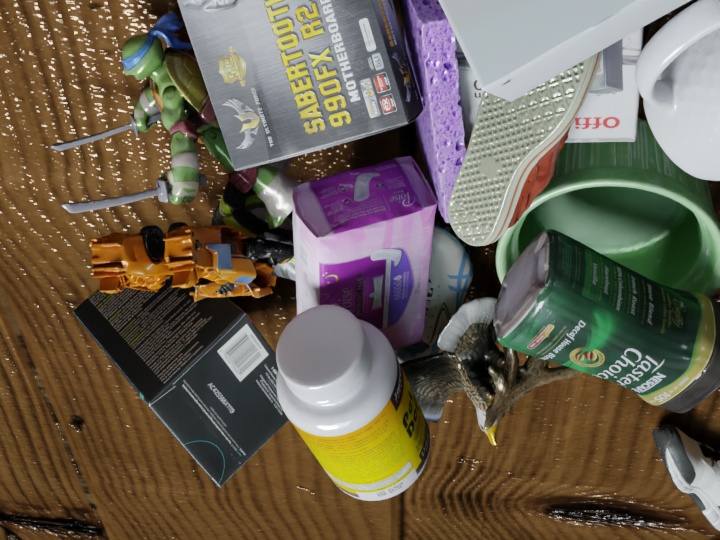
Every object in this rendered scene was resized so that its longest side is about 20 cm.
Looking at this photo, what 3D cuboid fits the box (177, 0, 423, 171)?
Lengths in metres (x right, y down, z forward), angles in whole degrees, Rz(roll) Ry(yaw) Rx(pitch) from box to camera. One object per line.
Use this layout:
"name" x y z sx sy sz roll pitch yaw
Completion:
"box" -0.054 -0.194 0.785 0.155 0.048 0.204 -11 105 24

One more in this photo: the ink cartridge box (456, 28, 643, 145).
"ink cartridge box" 0.140 -0.196 0.777 0.142 0.086 0.202 1 140 13

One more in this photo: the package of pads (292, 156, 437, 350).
"package of pads" 0.000 0.000 0.933 0.118 0.076 0.202 -16 142 -14

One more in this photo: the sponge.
"sponge" 0.059 -0.149 0.826 0.029 0.113 0.202 -12 137 0

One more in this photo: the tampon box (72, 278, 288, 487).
"tampon box" -0.177 0.089 1.069 0.199 0.126 0.151 36 163 46

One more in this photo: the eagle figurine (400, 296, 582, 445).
"eagle figurine" 0.108 0.098 1.017 0.149 0.154 0.200 16 -178 -22

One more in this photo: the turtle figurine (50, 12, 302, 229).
"turtle figurine" -0.158 -0.100 0.911 0.193 0.203 0.143 33 166 -31

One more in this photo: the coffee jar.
"coffee jar" 0.220 0.048 0.879 0.197 0.086 0.105 21 139 -11

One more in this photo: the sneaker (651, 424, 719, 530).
"sneaker" 0.412 0.231 1.220 0.079 0.075 0.200 -32 129 22

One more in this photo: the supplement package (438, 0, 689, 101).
"supplement package" 0.101 -0.228 0.607 0.150 0.151 0.203 -27 89 15

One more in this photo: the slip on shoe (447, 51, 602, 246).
"slip on shoe" 0.126 -0.106 0.778 0.074 0.061 0.202 43 134 24

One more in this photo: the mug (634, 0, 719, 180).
"mug" 0.278 -0.149 0.730 0.197 0.150 0.175 2 154 -37

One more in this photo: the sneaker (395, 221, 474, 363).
"sneaker" 0.067 0.031 1.053 0.071 0.073 0.202 26 142 15

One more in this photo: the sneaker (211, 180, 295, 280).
"sneaker" -0.065 -0.019 1.047 0.198 0.075 0.081 34 145 -16

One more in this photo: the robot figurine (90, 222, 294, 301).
"robot figurine" -0.143 -0.005 0.913 0.142 0.060 0.199 -4 175 21

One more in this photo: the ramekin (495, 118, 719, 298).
"ramekin" 0.221 -0.040 0.922 0.196 0.099 0.202 7 139 6

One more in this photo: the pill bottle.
"pill bottle" -0.008 0.117 0.916 0.107 0.111 0.201 -3 145 17
